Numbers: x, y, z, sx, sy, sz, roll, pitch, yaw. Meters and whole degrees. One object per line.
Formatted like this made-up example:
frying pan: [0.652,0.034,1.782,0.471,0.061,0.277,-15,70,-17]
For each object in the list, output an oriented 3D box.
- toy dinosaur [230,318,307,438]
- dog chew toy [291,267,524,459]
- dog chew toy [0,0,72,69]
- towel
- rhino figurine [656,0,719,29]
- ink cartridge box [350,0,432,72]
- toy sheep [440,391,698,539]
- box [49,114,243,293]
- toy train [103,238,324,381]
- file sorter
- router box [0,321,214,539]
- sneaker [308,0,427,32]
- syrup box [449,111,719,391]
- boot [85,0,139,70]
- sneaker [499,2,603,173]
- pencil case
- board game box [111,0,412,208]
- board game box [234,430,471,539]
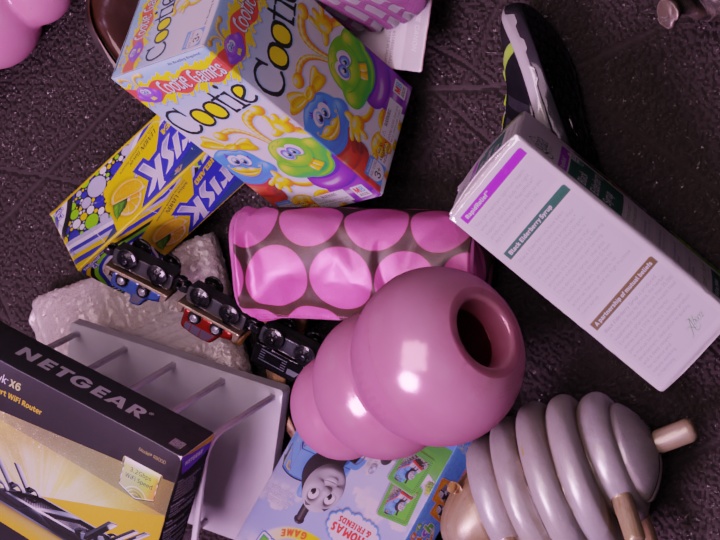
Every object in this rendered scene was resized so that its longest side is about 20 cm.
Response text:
toy dinosaur: [-0.065,0.048,1.555,0.106,0.060,0.202,14,94,27]
dog chew toy: [0.023,0.078,1.398,0.200,0.124,0.125,-30,72,44]
dog chew toy: [-0.333,-0.221,1.691,0.199,0.124,0.125,-29,74,15]
towel: [-0.187,0.058,1.636,0.199,0.034,0.134,-21,78,26]
rhino figurine: [0.249,-0.206,1.391,0.201,0.087,0.060,57,141,18]
ink cartridge box: [-0.004,-0.259,1.551,0.175,0.045,0.202,10,92,29]
toy sheep: [0.148,0.153,1.395,0.199,0.138,0.139,-21,76,11]
box: [-0.154,-0.077,1.591,0.200,0.064,0.070,-42,55,14]
toy train: [-0.117,0.033,1.535,0.199,0.034,0.046,28,121,11]
file sorter: [-0.177,0.145,1.543,0.199,0.124,0.140,16,111,21]
router box: [-0.221,0.153,1.464,0.199,0.052,0.158,25,115,17]
sneaker: [-0.038,-0.234,1.504,0.199,0.080,0.089,4,76,29]
syrup box: [0.163,-0.015,1.378,0.200,0.079,0.082,40,108,-4]
boot: [-0.142,-0.266,1.611,0.199,0.064,0.188,-31,71,27]
sneaker: [0.123,-0.099,1.456,0.082,0.072,0.202,-20,77,27]
pencil case: [0.000,0.000,1.483,0.198,0.091,0.095,3,104,14]
board game box: [-0.070,-0.141,1.468,0.103,0.200,0.106,-12,52,42]
board game box: [-0.011,0.186,1.479,0.151,0.037,0.201,23,81,43]
